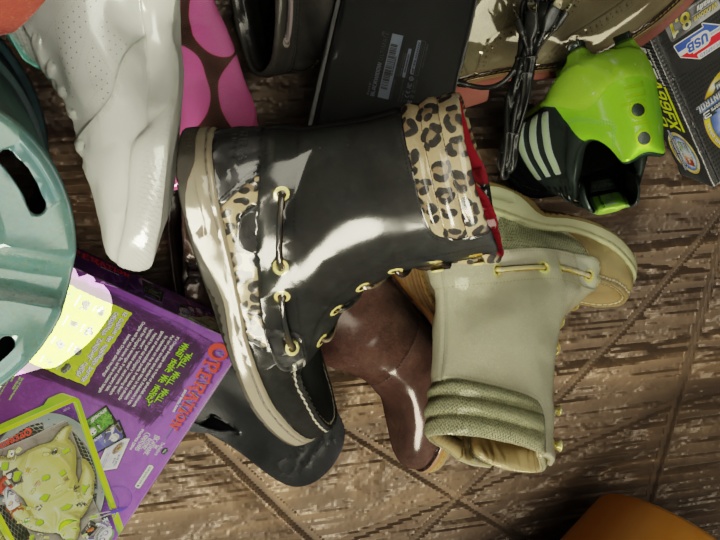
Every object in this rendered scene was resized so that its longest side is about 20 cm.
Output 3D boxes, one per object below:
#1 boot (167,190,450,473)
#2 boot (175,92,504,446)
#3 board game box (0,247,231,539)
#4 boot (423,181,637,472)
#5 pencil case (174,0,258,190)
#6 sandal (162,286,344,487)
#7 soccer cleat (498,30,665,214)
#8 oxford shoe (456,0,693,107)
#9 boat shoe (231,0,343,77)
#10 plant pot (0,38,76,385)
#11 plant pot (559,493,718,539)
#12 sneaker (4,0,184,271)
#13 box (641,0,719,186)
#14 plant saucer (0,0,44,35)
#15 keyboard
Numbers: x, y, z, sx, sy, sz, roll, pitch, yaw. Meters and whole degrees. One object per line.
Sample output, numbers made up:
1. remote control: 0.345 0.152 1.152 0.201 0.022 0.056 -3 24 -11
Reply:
1. boot: -0.028 0.033 0.939 0.165 0.072 0.202 -10 99 -24
2. boot: 0.000 0.000 0.830 0.149 0.073 0.201 -12 122 8
3. board game box: -0.164 0.089 0.888 0.119 0.032 0.201 28 110 -20
4. boot: 0.101 0.043 0.946 0.199 0.072 0.156 18 65 -49
5. pencil case: -0.122 -0.139 0.844 0.093 0.091 0.202 -23 110 -13
6. sandal: -0.087 0.067 0.940 0.199 0.043 0.077 28 93 -27
7. soccer cleat: 0.124 -0.064 0.913 0.067 0.200 0.082 -12 77 -9
8. oxford shoe: 0.099 -0.152 0.910 0.198 0.071 0.075 -21 127 -3
9. boat shoe: -0.054 -0.201 0.862 0.057 0.067 0.202 -29 118 -30
10. plant pot: -0.228 -0.031 0.767 0.198 0.196 0.202 -7 108 -22
11. plant pot: 0.165 0.255 1.033 0.200 0.200 0.184 43 70 -27
12. sneaker: -0.131 -0.101 0.777 0.088 0.075 0.202 0 96 -5
13. box: 0.261 -0.176 1.019 0.199 0.044 0.161 -34 114 -11
14. plant saucer: -0.251 -0.140 0.732 0.198 0.200 0.037 -16 126 -18
15. keyboard: 0.041 -0.105 0.872 0.126 0.021 0.202 14 92 6
